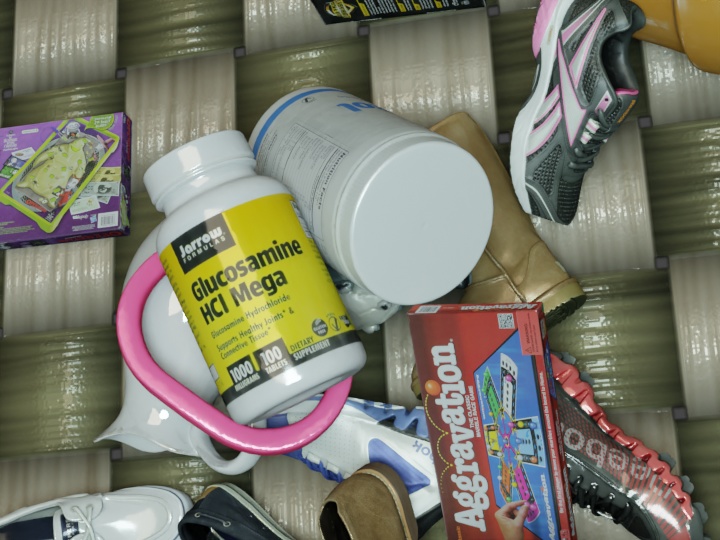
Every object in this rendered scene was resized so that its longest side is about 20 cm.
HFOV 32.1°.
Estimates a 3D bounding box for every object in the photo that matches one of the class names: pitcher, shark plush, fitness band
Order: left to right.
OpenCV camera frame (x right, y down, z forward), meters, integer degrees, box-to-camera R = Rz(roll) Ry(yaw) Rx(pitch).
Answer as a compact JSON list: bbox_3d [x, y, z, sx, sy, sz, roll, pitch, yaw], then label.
[{"bbox_3d":[-0.133,0.065,1.065,0.170,0.121,0.202,9,82,33],"label":"pitcher"},{"bbox_3d":[-0.099,0.058,0.998,0.199,0.037,0.144,34,76,3],"label":"fitness band"},{"bbox_3d":[0.000,0.000,1.048,0.199,0.091,0.084,-13,38,49],"label":"shark plush"}]

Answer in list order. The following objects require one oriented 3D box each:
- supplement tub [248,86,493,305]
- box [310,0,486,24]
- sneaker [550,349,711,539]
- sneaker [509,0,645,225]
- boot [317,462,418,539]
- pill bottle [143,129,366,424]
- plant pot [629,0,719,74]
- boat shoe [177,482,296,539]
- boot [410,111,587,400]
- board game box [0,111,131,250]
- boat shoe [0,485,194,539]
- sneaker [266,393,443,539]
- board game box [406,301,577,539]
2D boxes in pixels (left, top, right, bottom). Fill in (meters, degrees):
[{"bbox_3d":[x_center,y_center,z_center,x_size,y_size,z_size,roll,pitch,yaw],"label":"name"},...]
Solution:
[{"bbox_3d":[0.001,-0.065,1.000,0.132,0.132,0.200,-51,36,-4],"label":"supplement tub"},{"bbox_3d":[0.019,-0.284,1.089,0.158,0.200,0.050,-2,75,14],"label":"box"},{"bbox_3d":[0.179,0.157,0.977,0.098,0.071,0.201,-32,65,-25],"label":"sneaker"},{"bbox_3d":[0.180,-0.130,1.014,0.086,0.080,0.202,19,115,36],"label":"sneaker"},{"bbox_3d":[0.023,0.253,0.949,0.073,0.075,0.202,-24,89,35],"label":"boot"},{"bbox_3d":[-0.084,0.003,0.936,0.112,0.112,0.201,-27,82,5],"label":"pill bottle"},{"bbox_3d":[0.262,-0.268,1.040,0.182,0.200,0.202,12,77,34],"label":"plant pot"},{"bbox_3d":[-0.070,0.250,1.017,0.199,0.062,0.075,35,128,25],"label":"boat shoe"},{"bbox_3d":[0.074,-0.012,1.073,0.174,0.066,0.201,-32,68,-4],"label":"boot"},{"bbox_3d":[-0.318,-0.082,1.210,0.198,0.032,0.121,-5,77,12],"label":"board game box"},{"bbox_3d":[-0.242,0.230,1.079,0.198,0.065,0.074,-17,70,9],"label":"boat shoe"},{"bbox_3d":[0.009,0.168,1.024,0.197,0.081,0.116,4,73,14],"label":"sneaker"},{"bbox_3d":[0.100,0.121,0.939,0.102,0.019,0.202,-2,110,27],"label":"board game box"}]
